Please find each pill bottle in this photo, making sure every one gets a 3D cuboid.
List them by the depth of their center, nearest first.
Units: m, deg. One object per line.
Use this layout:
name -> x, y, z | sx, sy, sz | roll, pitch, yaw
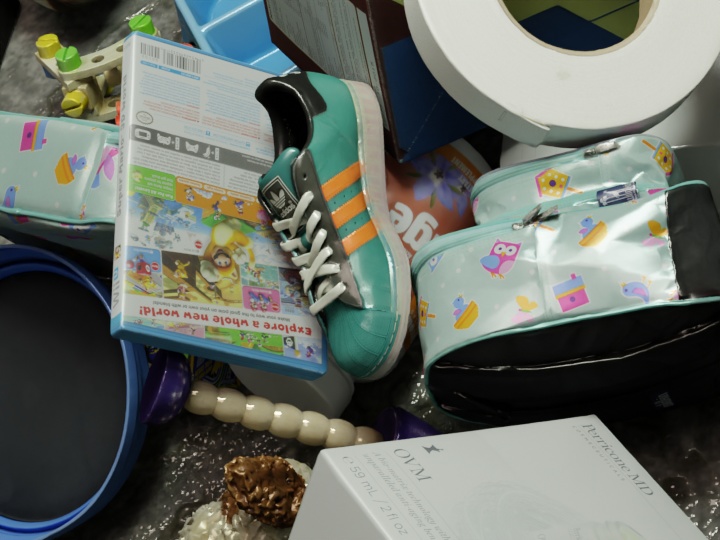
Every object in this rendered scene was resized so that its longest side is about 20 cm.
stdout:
pill bottle -> 0.000, 0.000, 1.463 | 0.112, 0.112, 0.200 | 18, 63, 33

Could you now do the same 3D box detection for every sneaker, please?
sneaker -> -0.025, -0.029, 1.352 | 0.071, 0.080, 0.201 | -38, 54, 47

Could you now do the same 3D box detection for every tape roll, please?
tape roll -> 0.125, -0.171, 1.333 | 0.202, 0.037, 0.204 | 3, 73, -10

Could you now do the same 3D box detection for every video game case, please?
video game case -> -0.084, -0.040, 1.371 | 0.018, 0.143, 0.201 | -33, 50, 50

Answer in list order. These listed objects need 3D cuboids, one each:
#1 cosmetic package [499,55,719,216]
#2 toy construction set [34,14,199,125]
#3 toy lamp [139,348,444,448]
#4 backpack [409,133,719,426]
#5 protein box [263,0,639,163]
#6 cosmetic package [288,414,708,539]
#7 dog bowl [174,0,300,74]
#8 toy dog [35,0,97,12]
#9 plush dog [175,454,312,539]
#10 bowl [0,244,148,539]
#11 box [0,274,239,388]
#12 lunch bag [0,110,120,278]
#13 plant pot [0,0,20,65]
cosmetic package -> 0.200, -0.093, 1.474 | 0.199, 0.081, 0.113 | -9, 48, 18
toy construction set -> -0.172, -0.110, 1.635 | 0.130, 0.092, 0.201 | -13, 52, 2
toy lamp -> -0.035, 0.096, 1.373 | 0.199, 0.058, 0.058 | 19, 52, -16
backpack -> 0.128, 0.015, 1.344 | 0.199, 0.176, 0.154 | -19, 66, 10
protein box -> 0.054, -0.203, 1.471 | 0.198, 0.135, 0.200 | -24, 38, -16
cosmetic package -> 0.090, 0.192, 1.206 | 0.199, 0.123, 0.199 | -3, 37, -35
dog bowl -> -0.079, -0.187, 1.687 | 0.111, 0.050, 0.200 | -29, 47, -1
toy dog -> -0.211, -0.301, 1.754 | 0.139, 0.194, 0.201 | 24, 98, 21
plush dog -> -0.068, 0.193, 1.321 | 0.160, 0.200, 0.172 | 23, 72, -2
bowl -> -0.227, 0.084, 1.480 | 0.200, 0.039, 0.202 | -2, 85, 28
box -> -0.182, 0.039, 1.523 | 0.199, 0.070, 0.065 | 7, 93, 28
lunch bag -> -0.166, -0.043, 1.474 | 0.199, 0.160, 0.077 | 10, 77, 40
plant pot -> -0.411, -0.190, 1.744 | 0.199, 0.178, 0.200 | -4, 53, 19
